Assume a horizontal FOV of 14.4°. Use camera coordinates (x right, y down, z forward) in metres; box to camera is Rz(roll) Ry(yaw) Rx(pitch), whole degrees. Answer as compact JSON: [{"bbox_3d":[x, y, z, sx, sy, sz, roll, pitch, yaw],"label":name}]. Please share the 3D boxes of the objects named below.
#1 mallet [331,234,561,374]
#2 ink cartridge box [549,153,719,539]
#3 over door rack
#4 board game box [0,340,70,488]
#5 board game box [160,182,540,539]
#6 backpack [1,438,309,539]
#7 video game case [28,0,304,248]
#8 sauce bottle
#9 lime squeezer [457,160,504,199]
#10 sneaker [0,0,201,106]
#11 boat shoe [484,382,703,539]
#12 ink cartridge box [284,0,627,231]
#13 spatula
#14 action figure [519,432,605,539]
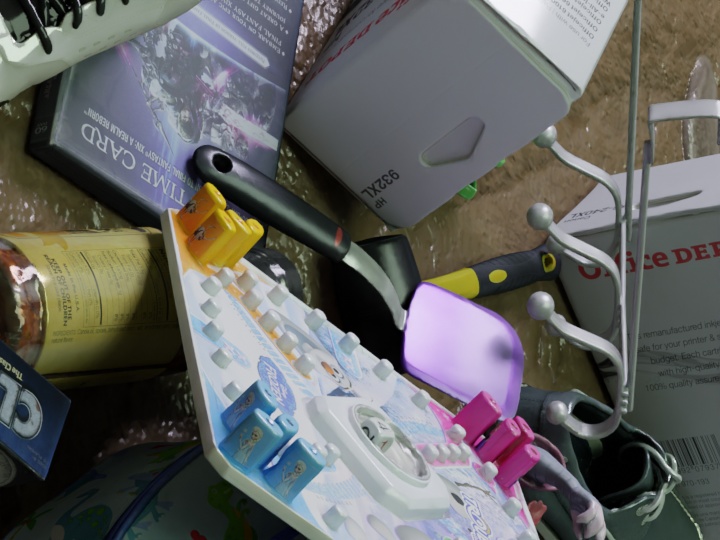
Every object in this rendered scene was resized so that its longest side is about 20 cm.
[{"bbox_3d":[0.051,0.017,1.405,0.200,0.041,0.066,0,80,-58],"label":"mallet"},{"bbox_3d":[0.207,0.040,1.519,0.083,0.145,0.201,-46,118,-48],"label":"ink cartridge box"},{"bbox_3d":[0.118,-0.042,1.363,0.148,0.066,0.201,-85,-173,-51],"label":"over door rack"},{"bbox_3d":[-0.210,0.013,0.949,0.200,0.135,0.035,45,47,-38],"label":"board game box"},{"bbox_3d":[0.012,0.068,1.119,0.200,0.026,0.200,37,16,-24],"label":"board game box"},{"bbox_3d":[-0.042,0.164,1.117,0.183,0.146,0.201,-41,107,-39],"label":"backpack"},{"bbox_3d":[-0.079,-0.111,1.269,0.143,0.019,0.201,35,55,-44],"label":"video game case"},{"bbox_3d":[-0.098,0.015,1.170,0.200,0.066,0.067,-2,83,-57],"label":"sauce bottle"},{"bbox_3d":[0.073,-0.082,1.429,0.038,0.070,0.200,47,45,-18],"label":"lime squeezer"},{"bbox_3d":[-0.120,-0.116,1.144,0.200,0.080,0.074,-36,104,-44],"label":"sneaker"},{"bbox_3d":[0.130,0.114,1.463,0.200,0.061,0.073,38,53,-43],"label":"boat shoe"},{"bbox_3d":[0.063,-0.135,1.352,0.084,0.145,0.200,41,46,-13],"label":"ink cartridge box"},{"bbox_3d":[0.000,0.000,1.287,0.200,0.020,0.057,38,47,-29],"label":"spatula"},{"bbox_3d":[0.024,0.118,1.314,0.149,0.134,0.200,40,14,19],"label":"action figure"}]
